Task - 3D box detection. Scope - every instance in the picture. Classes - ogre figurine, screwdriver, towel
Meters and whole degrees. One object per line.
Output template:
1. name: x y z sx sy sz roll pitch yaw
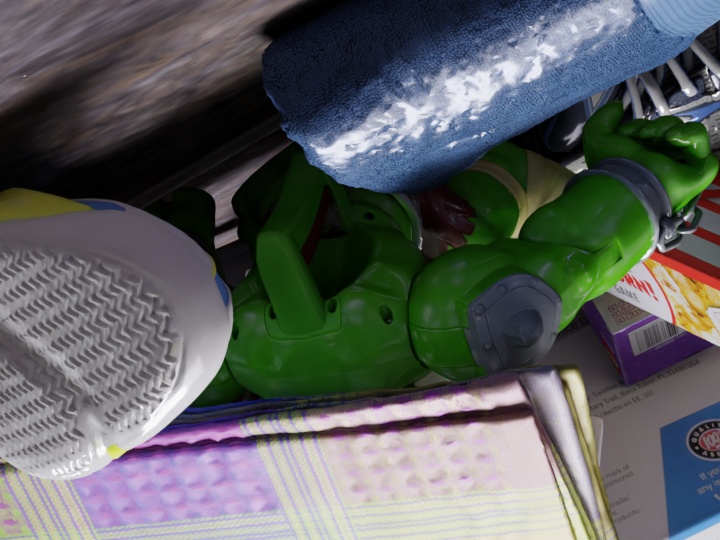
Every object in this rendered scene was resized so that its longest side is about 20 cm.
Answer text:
1. ogre figurine: 0.000 0.000 0.775 0.199 0.098 0.120 11 -149 15
2. screwdriver: -0.082 -0.018 0.776 0.200 0.029 0.028 -35 175 6
3. towel: 0.075 -0.080 0.660 0.200 0.049 0.112 -26 176 14
4. towel: -0.017 0.086 0.753 0.199 0.144 0.023 -8 -136 16

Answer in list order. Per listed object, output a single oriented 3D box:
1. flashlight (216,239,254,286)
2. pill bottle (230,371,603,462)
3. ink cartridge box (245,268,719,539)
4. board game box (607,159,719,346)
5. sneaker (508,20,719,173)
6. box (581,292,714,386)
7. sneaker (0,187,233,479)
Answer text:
1. flashlight: -0.039 0.012 1.065 0.200 0.068 0.068 -25 180 -23
2. pill bottle: -0.021 0.081 0.845 0.199 0.113 0.113 5 179 6
3. ink cartridge box: 0.063 0.061 0.987 0.144 0.200 0.084 -22 141 -21
4. board game box: 0.166 -0.036 0.869 0.151 0.046 0.200 -41 -147 -15
5. sneaker: 0.091 -0.063 0.828 0.200 0.077 0.085 -28 170 20
6. box: 0.162 -0.054 0.978 0.200 0.137 0.039 -25 140 -2
7. sneaker: -0.084 0.005 0.674 0.200 0.076 0.105 -12 -162 47
